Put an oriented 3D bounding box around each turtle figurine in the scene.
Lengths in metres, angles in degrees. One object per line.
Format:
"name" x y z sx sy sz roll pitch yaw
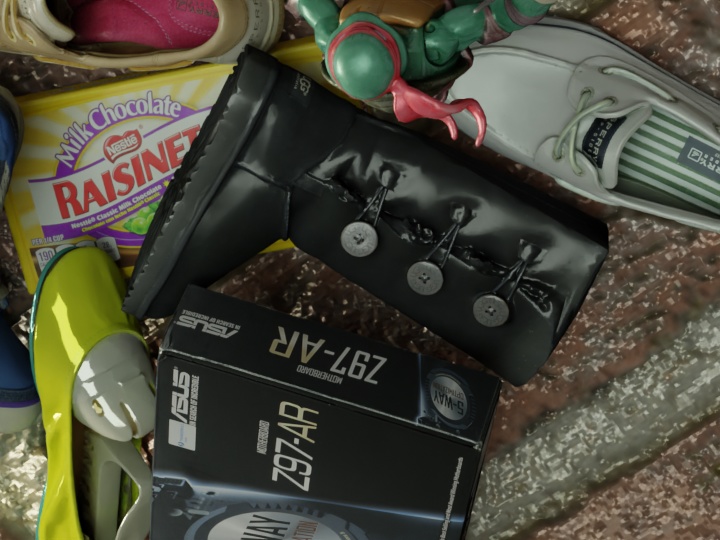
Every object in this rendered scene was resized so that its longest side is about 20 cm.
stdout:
"turtle figurine" 0.016 -0.121 0.909 0.149 0.200 0.101 17 111 6

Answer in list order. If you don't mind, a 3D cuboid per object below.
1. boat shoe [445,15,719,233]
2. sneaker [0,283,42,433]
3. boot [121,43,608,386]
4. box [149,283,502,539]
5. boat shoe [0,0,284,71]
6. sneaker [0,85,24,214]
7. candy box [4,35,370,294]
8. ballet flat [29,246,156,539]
"boat shoe" 0.122 -0.069 0.975 0.199 0.067 0.074 17 110 7
"sneaker" -0.222 -0.024 1.057 0.200 0.081 0.147 36 116 5
"boot" 0.000 -0.001 1.009 0.199 0.066 0.165 25 127 -12
"box" -0.023 0.107 1.031 0.159 0.044 0.200 17 138 6
"boat shoe" -0.139 -0.136 1.000 0.199 0.069 0.074 5 101 18
"sneaker" -0.221 -0.002 0.987 0.077 0.085 0.201 22 91 -19
"candy box" -0.089 -0.053 1.048 0.199 0.026 0.103 -10 103 15
"ballet flat" -0.131 0.083 1.068 0.067 0.067 0.201 30 128 35
